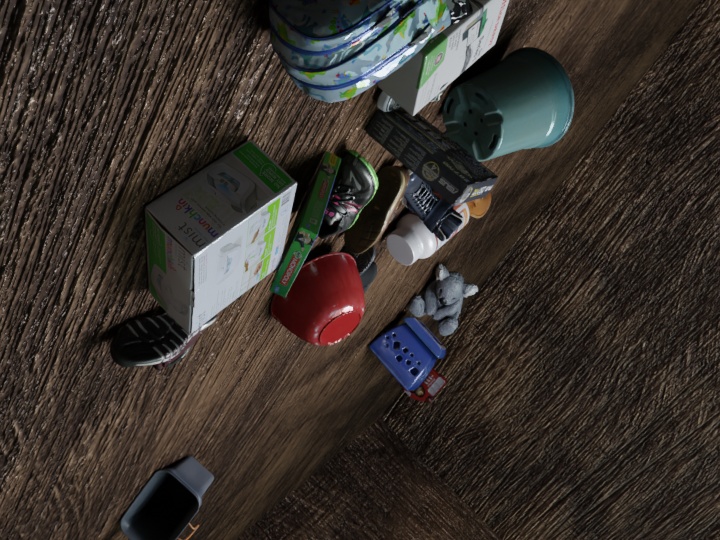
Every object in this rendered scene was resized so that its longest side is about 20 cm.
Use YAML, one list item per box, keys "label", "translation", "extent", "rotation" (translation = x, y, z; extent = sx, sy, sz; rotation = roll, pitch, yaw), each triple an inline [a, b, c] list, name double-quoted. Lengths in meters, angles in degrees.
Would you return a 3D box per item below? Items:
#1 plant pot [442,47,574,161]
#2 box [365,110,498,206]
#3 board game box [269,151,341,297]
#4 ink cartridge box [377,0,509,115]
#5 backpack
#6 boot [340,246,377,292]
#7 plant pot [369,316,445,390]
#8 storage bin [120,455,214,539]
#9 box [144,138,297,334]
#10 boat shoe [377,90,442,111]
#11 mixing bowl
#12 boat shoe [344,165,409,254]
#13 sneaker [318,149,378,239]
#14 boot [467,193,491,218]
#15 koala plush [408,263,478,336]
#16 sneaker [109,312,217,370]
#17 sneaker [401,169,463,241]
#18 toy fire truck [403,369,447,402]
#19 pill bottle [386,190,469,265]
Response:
- label: "plant pot"
  translation: [0.275, -0.309, 1.566]
  extent: [0.195, 0.201, 0.201]
  rotation: [-27, 156, -37]
- label: "box"
  translation: [0.123, -0.194, 1.362]
  extent: [0.049, 0.200, 0.161]
  rotation: [-55, 165, 23]
- label: "board game box"
  translation: [-0.082, -0.073, 1.232]
  extent: [0.201, 0.029, 0.135]
  rotation: [-76, -166, -49]
- label: "ink cartridge box"
  translation: [0.123, -0.348, 1.188]
  extent: [0.200, 0.084, 0.146]
  rotation: [-43, 166, -19]
- label: "backpack"
  translation: [-0.006, -0.280, 0.879]
  extent: [0.200, 0.164, 0.154]
  rotation: [-43, 158, 10]
- label: "boot"
  translation: [-0.001, 0.001, 1.781]
  extent: [0.165, 0.066, 0.200]
  rotation: [-43, 165, 16]
- label: "plant pot"
  translation: [0.169, 0.267, 2.702]
  extent: [0.180, 0.200, 0.200]
  rotation: [-43, 168, 4]
- label: "storage bin"
  translation: [-0.414, 0.524, 1.823]
  extent: [0.201, 0.145, 0.134]
  rotation: [-52, 175, 18]
- label: "box"
  translation: [-0.184, -0.039, 1.064]
  extent: [0.176, 0.097, 0.201]
  rotation: [-39, 164, -29]
- label: "boat shoe"
  translation: [0.111, -0.306, 1.295]
  extent: [0.199, 0.068, 0.074]
  rotation: [-40, 164, -29]
- label: "mixing bowl"
  translation: [-0.066, 0.074, 1.589]
  extent: [0.198, 0.109, 0.201]
  rotation: [-26, 150, -17]
- label: "boat shoe"
  translation: [0.038, -0.116, 1.578]
  extent: [0.067, 0.072, 0.201]
  rotation: [-21, 147, -57]
- label: "sneaker"
  translation: [-0.029, -0.119, 1.362]
  extent: [0.084, 0.077, 0.201]
  rotation: [-42, 164, -37]
- label: "boot"
  translation: [0.311, -0.207, 2.165]
  extent: [0.200, 0.073, 0.156]
  rotation: [-40, 160, -39]
- label: "koala plush"
  translation: [0.283, 0.070, 2.650]
  extent: [0.184, 0.176, 0.201]
  rotation: [-52, 170, -35]
- label: "sneaker"
  translation: [-0.298, 0.119, 1.195]
  extent: [0.199, 0.076, 0.116]
  rotation: [-29, 159, -55]
- label: "sneaker"
  translation: [0.147, -0.141, 1.695]
  extent: [0.077, 0.146, 0.202]
  rotation: [-45, 165, -1]
- label: "toy fire truck"
  translation: [0.314, 0.566, 4.030]
  extent: [0.201, 0.168, 0.112]
  rotation: [-53, 165, 19]
- label: "pill bottle"
  translation: [0.154, -0.101, 1.890]
  extent: [0.199, 0.112, 0.113]
  rotation: [-39, 163, -31]
